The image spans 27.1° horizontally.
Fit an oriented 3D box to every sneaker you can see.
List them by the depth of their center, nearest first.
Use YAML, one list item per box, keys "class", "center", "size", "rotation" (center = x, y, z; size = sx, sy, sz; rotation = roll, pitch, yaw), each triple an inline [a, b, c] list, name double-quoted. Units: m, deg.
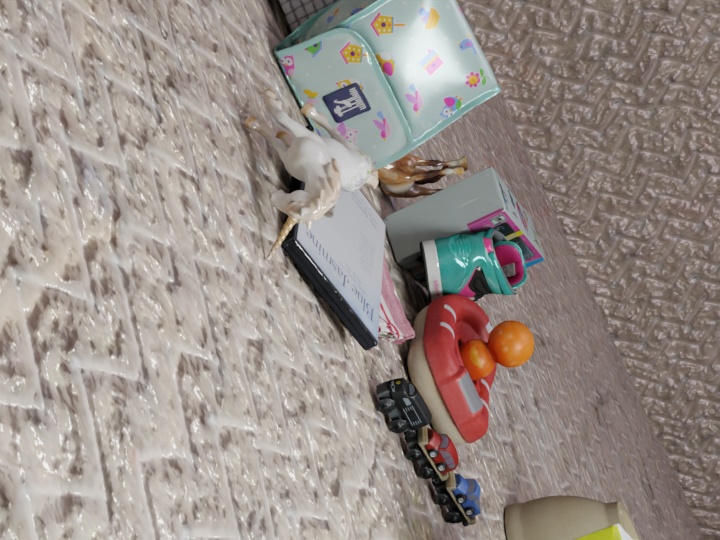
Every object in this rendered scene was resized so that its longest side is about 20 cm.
- class: "sneaker"
  center: [0.139, 0.012, 1.781]
  size: [0.200, 0.119, 0.085]
  rotation: [72, 8, -65]

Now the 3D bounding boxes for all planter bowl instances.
- class: "planter bowl"
  center: [0.273, 0.356, 1.793]
  size: [0.200, 0.133, 0.202]
  rotation: [-22, 90, -76]

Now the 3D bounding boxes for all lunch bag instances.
- class: "lunch bag"
  center: [0.024, -0.216, 1.609]
  size: [0.171, 0.199, 0.122]
  rotation: [60, -7, -23]

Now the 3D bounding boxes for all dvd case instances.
- class: "dvd case"
  center: [-0.022, -0.035, 1.440]
  size: [0.143, 0.017, 0.201]
  rotation: [53, 24, -28]

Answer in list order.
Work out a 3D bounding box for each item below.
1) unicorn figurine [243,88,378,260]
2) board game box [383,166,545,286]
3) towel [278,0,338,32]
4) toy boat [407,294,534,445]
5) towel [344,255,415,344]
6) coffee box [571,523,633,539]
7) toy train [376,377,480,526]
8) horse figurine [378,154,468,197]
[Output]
- class: "unicorn figurine"
  center: [-0.045, -0.098, 1.356]
  size: [0.137, 0.074, 0.199]
  rotation: [46, 35, 22]
- class: "board game box"
  center: [0.131, -0.039, 1.840]
  size: [0.200, 0.146, 0.065]
  rotation: [36, 32, -64]
- class: "towel"
  center: [-0.017, -0.330, 1.690]
  size: [0.086, 0.164, 0.202]
  rotation: [-112, 177, -75]
- class: "toy boat"
  center: [0.131, 0.096, 1.658]
  size: [0.200, 0.129, 0.132]
  rotation: [-75, 141, -69]
- class: "towel"
  center: [0.000, 0.000, 1.531]
  size: [0.146, 0.023, 0.200]
  rotation: [70, 13, 12]
- class: "coffee box"
  center: [0.181, 0.362, 1.276]
  size: [0.198, 0.198, 0.202]
  rotation: [46, 25, -56]
- class: "toy train"
  center: [0.073, 0.180, 1.475]
  size: [0.034, 0.045, 0.201]
  rotation: [-93, 157, -55]
- class: "horse figurine"
  center: [0.065, -0.119, 1.814]
  size: [0.200, 0.131, 0.051]
  rotation: [30, 59, -81]
